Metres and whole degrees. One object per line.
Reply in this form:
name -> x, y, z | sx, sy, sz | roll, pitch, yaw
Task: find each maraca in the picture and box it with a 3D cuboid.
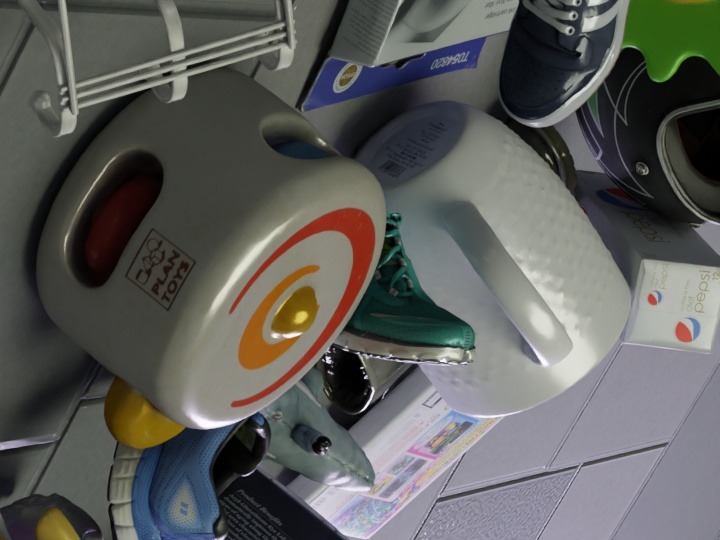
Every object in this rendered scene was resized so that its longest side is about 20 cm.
maraca -> 0.212, -0.222, 1.829 | 0.107, 0.137, 0.201 | 0, 89, -78

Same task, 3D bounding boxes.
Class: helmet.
helmet -> 0.237, -0.137, 1.958 | 0.191, 0.200, 0.200 | -41, 165, 32

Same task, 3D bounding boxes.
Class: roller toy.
roller toy -> -0.081, -0.008, 1.624 | 0.200, 0.140, 0.183 | -39, 153, -27

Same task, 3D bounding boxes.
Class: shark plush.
shark plush -> -0.042, 0.095, 1.912 | 0.091, 0.083, 0.200 | -46, 156, -15

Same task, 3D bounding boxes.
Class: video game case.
video game case -> 0.040, 0.124, 2.129 | 0.200, 0.024, 0.182 | -43, 160, 9

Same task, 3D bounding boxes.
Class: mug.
mug -> 0.080, -0.007, 1.834 | 0.147, 0.200, 0.176 | -34, 119, 0

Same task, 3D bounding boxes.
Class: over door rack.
over door rack -> -0.102, -0.178, 1.417 | 0.147, 0.067, 0.201 | -20, 130, -30

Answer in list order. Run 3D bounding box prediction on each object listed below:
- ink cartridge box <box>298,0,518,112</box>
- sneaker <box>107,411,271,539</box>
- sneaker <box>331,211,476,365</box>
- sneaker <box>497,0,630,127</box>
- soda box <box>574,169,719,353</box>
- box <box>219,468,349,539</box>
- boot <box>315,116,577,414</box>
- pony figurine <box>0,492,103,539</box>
ink cartridge box -> 0.066, -0.186, 1.768 | 0.199, 0.041, 0.200 | -20, 141, -51
sneaker -> -0.096, 0.087, 1.724 | 0.079, 0.089, 0.201 | 91, 5, -54
sneaker -> 0.000, 0.000, 1.730 | 0.077, 0.200, 0.080 | 4, 112, -41
sneaker -> 0.124, -0.179, 1.645 | 0.200, 0.070, 0.108 | -61, 157, 9
soda box -> 0.191, -0.010, 1.981 | 0.068, 0.200, 0.064 | 6, 108, -15
box -> -0.116, 0.251, 1.971 | 0.200, 0.104, 0.148 | -25, 144, -48
boot -> 0.055, -0.006, 1.986 | 0.200, 0.073, 0.182 | -33, 151, -26
pony figurine -> -0.208, 0.181, 1.638 | 0.167, 0.193, 0.200 | -46, 137, -22
